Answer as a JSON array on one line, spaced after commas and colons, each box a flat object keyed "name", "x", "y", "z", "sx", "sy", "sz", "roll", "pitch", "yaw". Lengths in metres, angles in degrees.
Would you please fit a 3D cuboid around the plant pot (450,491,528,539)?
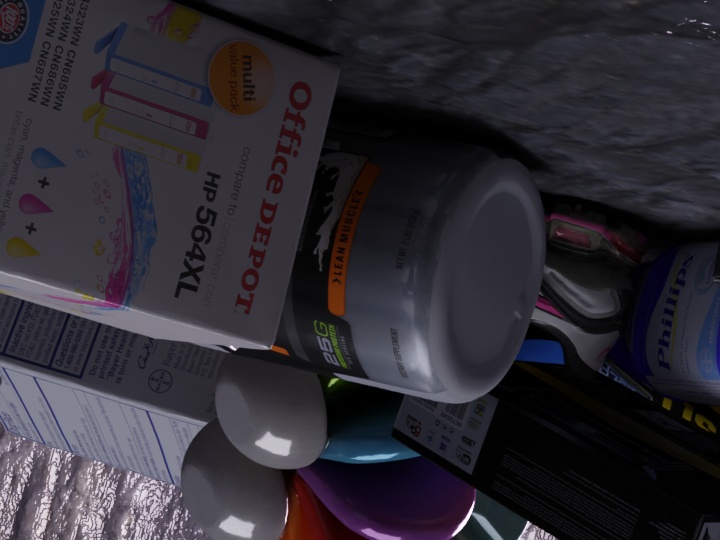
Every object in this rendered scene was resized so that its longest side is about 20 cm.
[{"name": "plant pot", "x": 0.034, "y": 0.130, "z": 1.520, "sx": 0.199, "sy": 0.201, "sz": 0.196, "roll": 16, "pitch": -175, "yaw": -11}]

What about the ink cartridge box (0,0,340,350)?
[{"name": "ink cartridge box", "x": -0.111, "y": -0.048, "z": 0.899, "sx": 0.199, "sy": 0.129, "sz": 0.125, "roll": 17, "pitch": 173, "yaw": -27}]

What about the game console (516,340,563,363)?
[{"name": "game console", "x": 0.187, "y": 0.043, "z": 1.534, "sx": 0.170, "sy": 0.119, "sz": 0.200, "roll": -16, "pitch": -172, "yaw": -22}]

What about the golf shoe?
[{"name": "golf shoe", "x": 0.050, "y": 0.001, "z": 1.134, "sx": 0.199, "sy": 0.093, "sz": 0.073, "roll": 13, "pitch": 174, "yaw": 33}]

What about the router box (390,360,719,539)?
[{"name": "router box", "x": 0.139, "y": 0.108, "z": 1.135, "sx": 0.157, "sy": 0.053, "sz": 0.200, "roll": 7, "pitch": -163, "yaw": -48}]

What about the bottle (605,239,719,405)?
[{"name": "bottle", "x": 0.177, "y": 0.027, "z": 1.098, "sx": 0.065, "sy": 0.084, "sz": 0.200, "roll": 17, "pitch": 174, "yaw": -18}]

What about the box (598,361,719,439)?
[{"name": "box", "x": 0.214, "y": 0.103, "z": 1.253, "sx": 0.200, "sy": 0.049, "sz": 0.160, "roll": 41, "pitch": 158, "yaw": 22}]

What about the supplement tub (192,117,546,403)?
[{"name": "supplement tub", "x": -0.022, "y": -0.013, "z": 1.027, "sx": 0.199, "sy": 0.123, "sz": 0.122, "roll": 11, "pitch": 173, "yaw": 29}]

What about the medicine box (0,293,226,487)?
[{"name": "medicine box", "x": -0.148, "y": 0.063, "z": 1.423, "sx": 0.199, "sy": 0.103, "sz": 0.182, "roll": 17, "pitch": 160, "yaw": 8}]

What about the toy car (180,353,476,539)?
[{"name": "toy car", "x": 0.003, "y": 0.110, "z": 1.256, "sx": 0.174, "sy": 0.200, "sz": 0.150, "roll": -16, "pitch": -123, "yaw": -33}]

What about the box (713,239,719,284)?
[{"name": "box", "x": 0.274, "y": 0.012, "z": 0.888, "sx": 0.199, "sy": 0.049, "sz": 0.158, "roll": 18, "pitch": 174, "yaw": -28}]
